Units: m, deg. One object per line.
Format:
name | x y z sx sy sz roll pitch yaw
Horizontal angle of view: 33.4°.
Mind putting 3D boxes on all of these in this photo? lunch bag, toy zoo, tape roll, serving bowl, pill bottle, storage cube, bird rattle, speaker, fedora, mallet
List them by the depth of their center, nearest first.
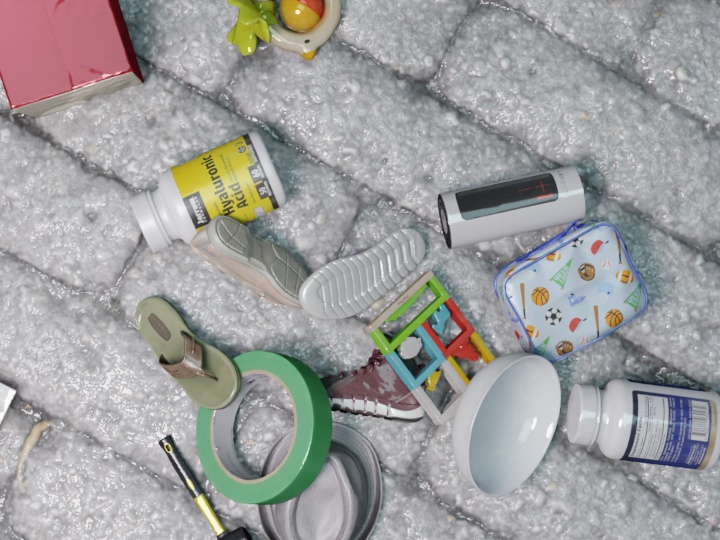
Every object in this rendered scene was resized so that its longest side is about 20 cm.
tape roll | -0.131 0.210 1.610 0.198 0.048 0.204 -8 75 33
storage cube | -0.401 -0.320 1.612 0.169 0.200 0.182 -18 94 -4
serving bowl | 0.188 0.201 1.634 0.065 0.199 0.202 21 84 43
fedora | -0.055 0.309 1.639 0.174 0.090 0.203 13 86 -2
pill bottle | -0.209 -0.102 1.647 0.198 0.111 0.112 -25 88 -3
pill bottle | 0.390 0.209 1.657 0.197 0.111 0.113 8 86 -2
mallet | -0.228 0.325 1.661 0.066 0.041 0.201 -39 84 -2
toy zoo | 0.110 0.118 1.663 0.131 0.020 0.201 -41 98 -26
lunch bag | 0.294 0.023 1.674 0.198 0.076 0.162 -29 95 -4
speaker | 0.212 -0.089 1.682 0.197 0.081 0.082 -12 87 -3
bird rattle | -0.103 -0.387 1.695 0.162 0.113 0.202 30 73 -12

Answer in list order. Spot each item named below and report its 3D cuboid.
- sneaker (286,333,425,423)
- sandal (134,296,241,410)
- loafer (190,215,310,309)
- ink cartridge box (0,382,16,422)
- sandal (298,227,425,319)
sneaker | 0.000 0.141 1.669 0.197 0.076 0.117 11 80 -12
sandal | -0.245 0.116 1.632 0.201 0.057 0.080 41 102 18
loafer | -0.145 -0.006 1.645 0.199 0.062 0.073 37 42 -33
ink cartridge box | -0.591 0.200 1.644 0.198 0.045 0.178 27 86 -1
sandal | 0.003 0.007 1.684 0.201 0.050 0.083 -26 104 -17
